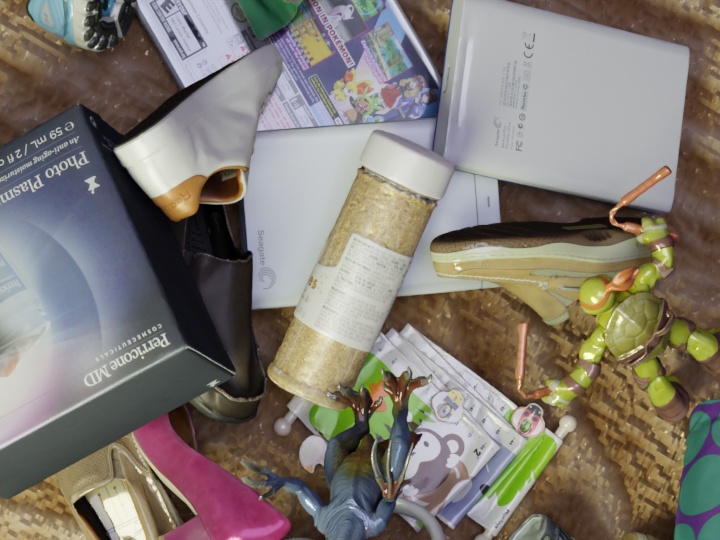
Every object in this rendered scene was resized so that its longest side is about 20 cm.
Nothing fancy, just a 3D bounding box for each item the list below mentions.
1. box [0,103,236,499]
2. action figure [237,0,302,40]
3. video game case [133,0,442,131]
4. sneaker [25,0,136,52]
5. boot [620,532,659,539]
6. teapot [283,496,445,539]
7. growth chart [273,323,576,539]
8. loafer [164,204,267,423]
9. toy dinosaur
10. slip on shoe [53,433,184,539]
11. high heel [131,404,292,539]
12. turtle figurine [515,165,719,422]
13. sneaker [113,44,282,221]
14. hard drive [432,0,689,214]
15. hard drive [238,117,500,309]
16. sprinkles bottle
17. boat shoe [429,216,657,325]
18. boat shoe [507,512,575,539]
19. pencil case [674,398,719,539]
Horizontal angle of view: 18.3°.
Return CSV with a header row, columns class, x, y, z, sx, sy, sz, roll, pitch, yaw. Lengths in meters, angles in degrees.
class,x,y,z,sx,sy,sz,roll,pitch,yaw
box,-0.224,0.024,1.578,0.199,0.123,0.200,-29,74,7
action figure,-0.101,-0.283,1.696,0.118,0.055,0.200,-42,74,-10
video game case,-0.052,-0.168,1.718,0.181,0.023,0.201,-30,87,-10
sneaker,-0.210,-0.270,1.672,0.089,0.078,0.202,14,91,27
boot,0.278,0.287,1.684,0.153,0.072,0.202,-6,67,-18
teapot,-0.049,0.260,1.607,0.146,0.199,0.198,52,121,35
growth chart,0.046,0.123,1.700,0.199,0.018,0.145,32,81,-2
loafer,-0.113,0.014,1.643,0.073,0.071,0.202,-8,74,-47
toy dinosaur,0.012,0.160,1.553,0.104,0.200,0.183,-11,59,29
slip on shoe,-0.192,0.149,1.634,0.076,0.061,0.201,-28,91,16
high heel,-0.109,0.131,1.608,0.095,0.067,0.201,-27,43,12
turtle figurine,0.213,0.036,1.666,0.161,0.064,0.201,35,84,-37
sneaker,-0.104,-0.096,1.623,0.085,0.073,0.200,57,38,-11
hard drive,0.155,-0.127,1.711,0.198,0.025,0.133,11,82,-23
hard drive,0.007,-0.045,1.694,0.198,0.027,0.133,-5,93,-12
sprinkles bottle,0.000,0.000,1.642,0.068,0.068,0.201,23,97,-4
boat shoe,0.144,0.004,1.686,0.198,0.072,0.077,-2,103,-23
boat shoe,0.088,0.265,1.658,0.071,0.072,0.200,47,69,-21
pencil case,0.278,0.191,1.650,0.092,0.085,0.201,30,49,-23
